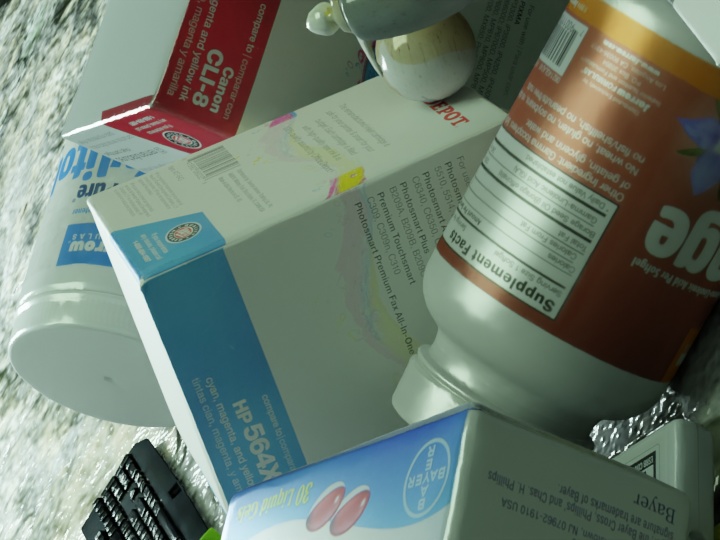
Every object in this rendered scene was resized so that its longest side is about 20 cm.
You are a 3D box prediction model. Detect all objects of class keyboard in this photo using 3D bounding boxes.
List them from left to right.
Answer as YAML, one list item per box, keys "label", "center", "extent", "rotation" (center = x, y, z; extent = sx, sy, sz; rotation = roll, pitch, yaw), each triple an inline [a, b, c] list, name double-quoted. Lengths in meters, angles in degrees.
- label: "keyboard"
  center: [-0.139, 0.165, 1.531]
  extent: [0.105, 0.039, 0.200]
  rotation: [-63, 20, 5]

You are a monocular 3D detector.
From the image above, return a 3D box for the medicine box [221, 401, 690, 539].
- label: "medicine box"
  center: [0.016, 0.173, 0.973]
  extent: [0.182, 0.102, 0.201]
  rotation: [-25, 47, 55]

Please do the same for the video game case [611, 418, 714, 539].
- label: "video game case"
  center: [0.068, 0.176, 1.015]
  extent: [0.200, 0.022, 0.183]
  rotation: [-38, 38, 46]

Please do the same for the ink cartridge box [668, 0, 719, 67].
- label: "ink cartridge box"
  center: [0.175, -0.100, 0.971]
  extent: [0.068, 0.115, 0.200]
  rotation: [-59, 21, 17]

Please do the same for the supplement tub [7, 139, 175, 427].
- label: "supplement tub"
  center: [-0.125, -0.023, 1.575]
  extent: [0.132, 0.131, 0.201]
  rotation: [-34, 37, 53]

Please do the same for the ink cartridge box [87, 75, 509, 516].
- label: "ink cartridge box"
  center: [0.000, 0.000, 1.178]
  extent: [0.199, 0.126, 0.129]
  rotation: [-23, 22, -8]

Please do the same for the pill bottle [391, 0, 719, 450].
- label: "pill bottle"
  center: [0.096, -0.013, 1.073]
  extent: [0.201, 0.112, 0.112]
  rotation: [-62, 21, 10]

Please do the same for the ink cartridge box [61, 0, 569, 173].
- label: "ink cartridge box"
  center: [-0.019, -0.100, 1.316]
  extent: [0.145, 0.199, 0.146]
  rotation: [-9, 61, 65]

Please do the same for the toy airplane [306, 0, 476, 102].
- label: "toy airplane"
  center: [0.044, -0.142, 1.136]
  extent: [0.199, 0.199, 0.142]
  rotation: [24, 114, 57]

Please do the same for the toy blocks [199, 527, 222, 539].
- label: "toy blocks"
  center: [-0.044, 0.175, 1.199]
  extent: [0.200, 0.100, 0.137]
  rotation: [-48, -7, -7]

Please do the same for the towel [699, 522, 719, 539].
- label: "towel"
  center: [0.092, 0.173, 1.014]
  extent: [0.200, 0.018, 0.086]
  rotation: [-44, 35, 42]
